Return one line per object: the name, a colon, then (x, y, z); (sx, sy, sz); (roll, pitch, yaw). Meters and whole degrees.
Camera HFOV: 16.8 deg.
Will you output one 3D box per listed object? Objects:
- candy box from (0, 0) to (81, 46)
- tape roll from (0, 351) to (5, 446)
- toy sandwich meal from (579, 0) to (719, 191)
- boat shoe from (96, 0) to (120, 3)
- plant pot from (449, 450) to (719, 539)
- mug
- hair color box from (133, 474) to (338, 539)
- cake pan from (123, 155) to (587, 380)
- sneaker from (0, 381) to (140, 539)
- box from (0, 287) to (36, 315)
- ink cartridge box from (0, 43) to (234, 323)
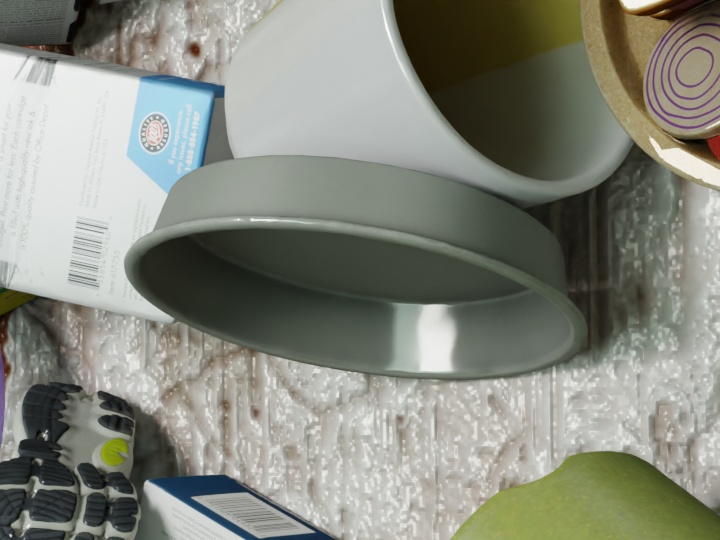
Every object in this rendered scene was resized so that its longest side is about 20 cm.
candy box: (-0.170, -0.209, 1.198); (0.200, 0.061, 0.137); (124, 138, -68)
tape roll: (-0.275, 0.080, 1.274); (0.200, 0.066, 0.200); (-11, 73, 39)
toy sandwich meal: (0.159, -0.131, 0.967); (0.205, 0.070, 0.206); (-6, 80, 33)
boat shoe: (-0.109, -0.225, 1.210); (0.071, 0.064, 0.200); (-116, 25, -53)
plant pot: (0.119, 0.175, 0.951); (0.184, 0.200, 0.201); (46, 118, 44)
mug: (0.029, -0.090, 1.074); (0.153, 0.187, 0.150); (-26, 105, 46)
hair color box: (-0.077, 0.210, 1.186); (0.100, 0.060, 0.200); (26, 106, 38)
cake pan: (0.000, 0.000, 1.044); (0.200, 0.200, 0.037); (-7, 66, 40)
sneaker: (-0.145, 0.128, 1.188); (0.077, 0.200, 0.080); (10, 112, 1)
box: (-0.229, -0.025, 1.330); (0.200, 0.048, 0.118); (-25, 74, 36)
ink cartridge box: (-0.165, -0.051, 1.209); (0.200, 0.068, 0.116); (12, 97, 13)
